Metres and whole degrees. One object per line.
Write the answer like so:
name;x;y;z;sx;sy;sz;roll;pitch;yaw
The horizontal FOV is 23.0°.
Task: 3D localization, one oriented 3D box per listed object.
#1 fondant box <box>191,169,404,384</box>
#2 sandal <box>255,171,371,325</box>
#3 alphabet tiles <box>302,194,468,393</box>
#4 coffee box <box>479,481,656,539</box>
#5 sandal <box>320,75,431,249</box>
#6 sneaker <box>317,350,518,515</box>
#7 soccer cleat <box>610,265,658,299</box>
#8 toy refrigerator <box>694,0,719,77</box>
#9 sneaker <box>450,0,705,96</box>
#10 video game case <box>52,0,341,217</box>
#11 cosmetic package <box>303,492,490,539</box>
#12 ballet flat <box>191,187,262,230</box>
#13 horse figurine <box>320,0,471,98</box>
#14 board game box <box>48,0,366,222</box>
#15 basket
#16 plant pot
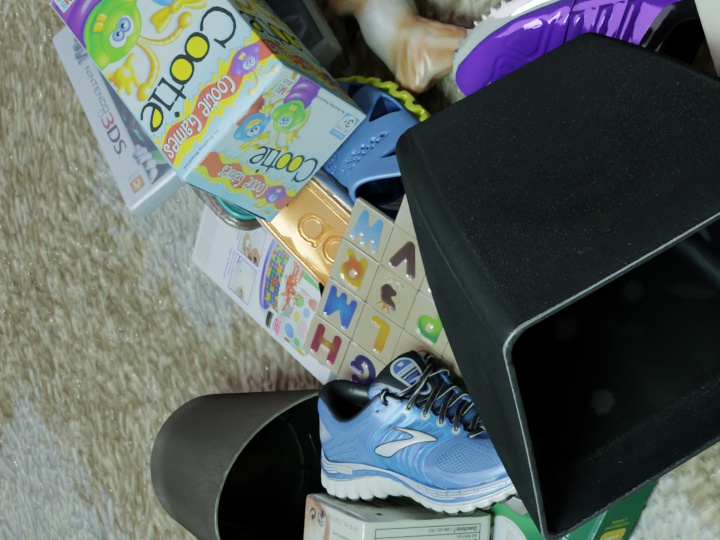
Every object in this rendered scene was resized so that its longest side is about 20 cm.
fondant box;-0.042;-0.026;1.349;0.200;0.058;0.144;41;123;43
sandal;-0.005;0.005;1.227;0.207;0.059;0.079;39;115;0
alphabet tiles;0.042;0.048;1.169;0.166;0.006;0.200;35;127;21
coffee box;0.126;0.145;1.163;0.123;0.044;0.200;47;129;41
sandal;0.021;-0.070;1.203;0.200;0.087;0.080;28;130;32
sneaker;0.044;0.101;1.134;0.200;0.079;0.089;-3;109;39
soccer cleat;0.150;-0.044;1.116;0.084;0.065;0.200;-23;67;18
toy refrigerator;0.230;-0.169;0.974;0.070;0.076;0.200;-29;70;49
sneaker;0.146;-0.132;1.065;0.200;0.070;0.100;-27;81;33
video game case;-0.127;-0.167;1.310;0.200;0.023;0.182;-38;59;18
cosmetic package;0.018;0.254;1.190;0.087;0.103;0.200;12;98;60
ballet flat;-0.110;-0.103;1.345;0.067;0.068;0.200;115;143;-56
horse figurine;0.018;-0.164;1.266;0.200;0.050;0.133;56;141;28
board game box;-0.107;-0.145;1.213;0.103;0.105;0.200;-47;57;12
basket;-0.069;0.154;1.335;0.200;0.180;0.136;1;115;62
plant pot;0.128;-0.009;0.970;0.177;0.199;0.200;53;167;39
